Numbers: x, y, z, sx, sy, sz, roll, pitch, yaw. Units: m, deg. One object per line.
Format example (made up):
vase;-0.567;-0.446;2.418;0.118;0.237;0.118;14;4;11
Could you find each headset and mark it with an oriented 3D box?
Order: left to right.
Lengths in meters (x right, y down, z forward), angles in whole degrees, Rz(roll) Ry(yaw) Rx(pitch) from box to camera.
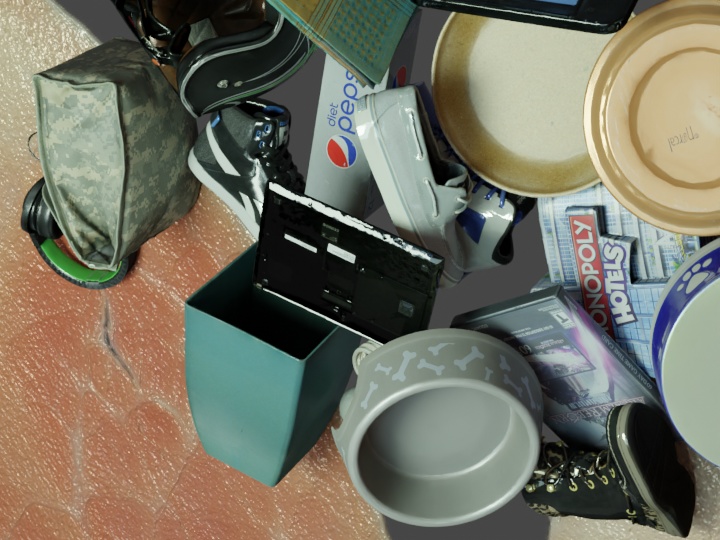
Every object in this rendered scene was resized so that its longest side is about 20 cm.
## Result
headset;-0.305;-0.076;1.767;0.122;0.094;0.202;3;128;25

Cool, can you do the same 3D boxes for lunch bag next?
lunch bag;-0.239;-0.116;1.636;0.116;0.164;0.202;7;114;22

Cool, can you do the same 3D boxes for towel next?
towel;-0.029;-0.273;1.407;0.199;0.148;0.022;38;157;-24

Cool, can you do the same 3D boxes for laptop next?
laptop;0.000;0.000;1.506;0.176;0.104;0.201;24;135;13

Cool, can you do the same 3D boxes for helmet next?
helmet;-0.116;-0.251;1.485;0.190;0.200;0.201;-36;91;-1

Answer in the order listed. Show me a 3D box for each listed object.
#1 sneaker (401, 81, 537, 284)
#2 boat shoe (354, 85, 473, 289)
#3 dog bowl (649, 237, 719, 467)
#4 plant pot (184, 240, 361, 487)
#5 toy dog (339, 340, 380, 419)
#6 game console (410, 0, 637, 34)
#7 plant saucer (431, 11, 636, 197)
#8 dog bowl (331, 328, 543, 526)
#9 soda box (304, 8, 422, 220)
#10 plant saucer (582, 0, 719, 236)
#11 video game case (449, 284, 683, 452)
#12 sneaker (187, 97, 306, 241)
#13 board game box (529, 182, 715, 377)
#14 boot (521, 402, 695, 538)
sneaker;0.100;-0.084;1.508;0.114;0.081;0.201;-8;113;29
boat shoe;0.061;-0.072;1.438;0.071;0.070;0.202;-17;120;17
dog bowl;0.345;0.070;1.375;0.197;0.079;0.202;2;109;4
plant pot;-0.092;0.106;1.669;0.140;0.141;0.202;25;129;20
toy dog;0.080;0.148;1.624;0.200;0.096;0.133;39;134;26
game console;0.147;-0.305;1.357;0.198;0.177;0.117;13;146;26
plant saucer;0.161;-0.166;1.433;0.198;0.035;0.203;4;103;18
dog bowl;0.073;0.149;1.477;0.197;0.059;0.202;-3;126;-4
soda box;0.002;-0.155;1.537;0.068;0.063;0.202;20;120;19
plant saucer;0.283;-0.128;1.365;0.198;0.032;0.203;3;101;17
video game case;0.193;0.097;1.497;0.200;0.019;0.142;45;144;-20
sneaker;-0.078;-0.093;1.606;0.199;0.073;0.112;39;127;12
board game box;0.222;0.007;1.478;0.198;0.062;0.202;-4;109;31
boot;0.217;0.181;1.506;0.149;0.074;0.200;2;152;30
